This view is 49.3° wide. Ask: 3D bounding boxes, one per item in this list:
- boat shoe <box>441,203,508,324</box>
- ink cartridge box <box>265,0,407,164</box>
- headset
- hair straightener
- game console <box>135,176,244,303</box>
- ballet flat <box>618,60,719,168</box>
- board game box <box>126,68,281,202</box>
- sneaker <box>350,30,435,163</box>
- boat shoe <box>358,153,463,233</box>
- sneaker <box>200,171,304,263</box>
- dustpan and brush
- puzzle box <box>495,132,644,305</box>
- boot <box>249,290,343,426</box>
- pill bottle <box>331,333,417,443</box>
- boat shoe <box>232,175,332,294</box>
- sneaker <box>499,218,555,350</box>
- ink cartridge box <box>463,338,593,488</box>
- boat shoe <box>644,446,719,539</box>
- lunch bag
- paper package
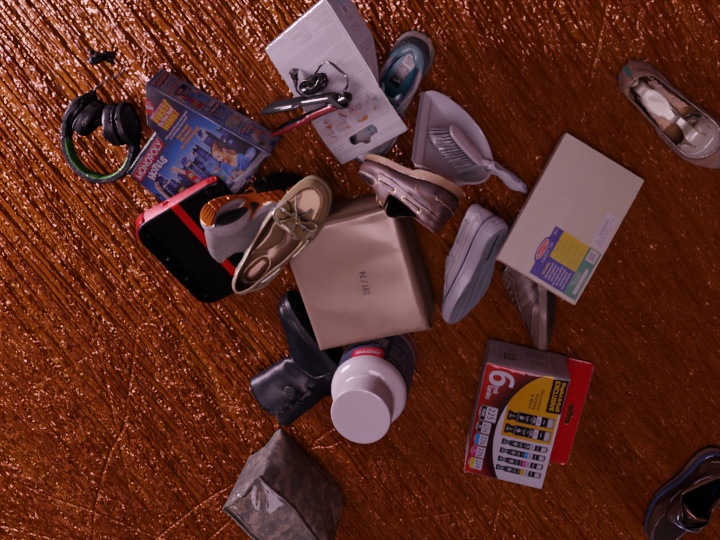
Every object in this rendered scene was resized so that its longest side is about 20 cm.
[{"bbox_3d":[0.162,-0.011,1.183,0.067,0.073,0.202,48,133,31],"label":"boat shoe"},{"bbox_3d":[-0.027,-0.263,1.088,0.159,0.047,0.202,-17,112,51],"label":"ink cartridge box"},{"bbox_3d":[-0.397,-0.231,1.194,0.121,0.094,0.204,16,107,5],"label":"headset"},{"bbox_3d":[-0.080,-0.241,1.084,0.198,0.041,0.078,-3,121,54],"label":"hair straightener"},{"bbox_3d":[-0.237,-0.042,1.238,0.174,0.031,0.201,-26,128,16],"label":"game console"},{"bbox_3d":[0.421,-0.198,1.044,0.198,0.067,0.068,36,115,-4],"label":"ballet flat"},{"bbox_3d":[-0.257,-0.191,1.185,0.199,0.062,0.199,40,124,-14],"label":"board game box"},{"bbox_3d":[0.033,-0.238,1.101,0.076,0.087,0.203,26,115,0],"label":"sneaker"},{"bbox_3d":[0.053,-0.105,1.062,0.070,0.199,0.071,31,89,-36],"label":"boat shoe"},{"bbox_3d":[-0.150,-0.078,1.177,0.076,0.197,0.093,44,144,35],"label":"sneaker"},{"bbox_3d":[0.161,-0.157,1.107,0.057,0.142,0.199,-20,137,39],"label":"dustpan and brush"},{"bbox_3d":[0.292,-0.072,1.105,0.131,0.025,0.203,30,92,-2],"label":"puzzle box"},{"bbox_3d":[-0.122,0.153,1.300,0.166,0.077,0.202,-30,109,17],"label":"boot"},{"bbox_3d":[0.019,0.169,1.208,0.117,0.201,0.122,4,113,10],"label":"pill bottle"},{"bbox_3d":[-0.110,-0.044,1.110,0.073,0.063,0.201,36,106,-2],"label":"boat shoe"},{"bbox_3d":[0.249,0.019,1.180,0.074,0.070,0.205,1,106,26],"label":"sneaker"},{"bbox_3d":[0.267,0.231,1.244,0.172,0.084,0.204,10,113,7],"label":"ink cartridge box"},{"bbox_3d":[0.520,0.375,1.254,0.071,0.073,0.203,23,115,2],"label":"boat shoe"},{"bbox_3d":[-0.118,0.406,1.355,0.200,0.164,0.117,44,108,-7],"label":"lunch bag"},{"bbox_3d":[0.000,0.000,1.198,0.187,0.104,0.204,-12,110,16],"label":"paper package"}]
